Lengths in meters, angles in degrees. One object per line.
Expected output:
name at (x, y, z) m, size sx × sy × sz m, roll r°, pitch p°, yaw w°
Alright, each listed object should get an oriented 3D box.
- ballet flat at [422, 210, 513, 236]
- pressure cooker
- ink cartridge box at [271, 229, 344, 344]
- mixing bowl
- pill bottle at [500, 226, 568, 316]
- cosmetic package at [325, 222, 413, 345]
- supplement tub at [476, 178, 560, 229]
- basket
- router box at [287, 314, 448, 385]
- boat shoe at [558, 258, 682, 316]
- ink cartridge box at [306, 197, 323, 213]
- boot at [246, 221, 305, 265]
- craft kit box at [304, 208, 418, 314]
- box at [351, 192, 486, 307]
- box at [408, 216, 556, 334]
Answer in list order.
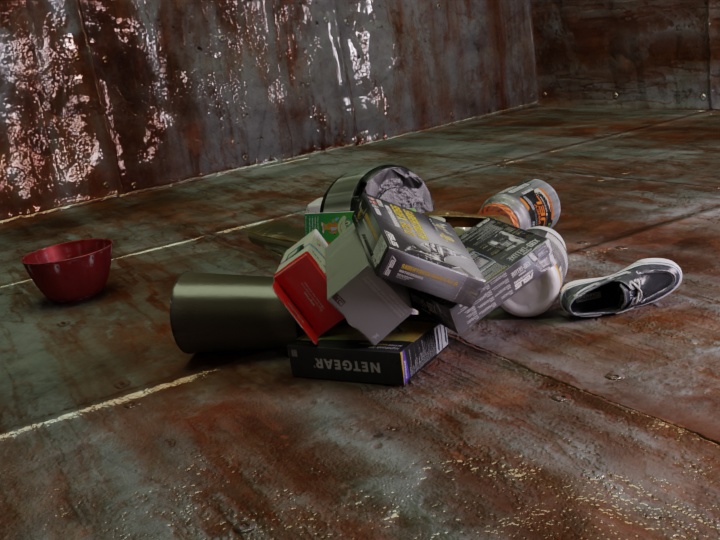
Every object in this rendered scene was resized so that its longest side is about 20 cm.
ballet flat at (0.165, -0.066, 1.562) m, size 0.197 × 0.069 × 0.072 m, roll 3°, pitch 7°, yaw 4°
pressure cooker at (0.022, -0.104, 1.688) m, size 0.174 × 0.181 × 0.199 m, roll 17°, pitch -8°, yaw -27°
ink cartridge box at (-0.070, 0.022, 1.422) m, size 0.067 × 0.117 × 0.200 m, roll -35°, pitch 13°, yaw 12°
mixing bowl at (-0.637, 0.007, 2.028) m, size 0.198 × 0.110 × 0.200 m, roll -8°, pitch 14°, yaw 2°
pill bottle at (0.293, -0.005, 1.563) m, size 0.115 × 0.118 × 0.200 m, roll -3°, pitch 16°, yaw 19°
cosmetic package at (0.009, 0.012, 1.378) m, size 0.090 × 0.107 × 0.200 m, roll -42°, pitch 21°, yaw 11°
supplement tub at (0.328, -0.114, 1.927) m, size 0.122 × 0.124 × 0.199 m, roll 4°, pitch 20°, yaw 37°
basket at (-0.192, 0.070, 1.524) m, size 0.198 × 0.138 × 0.180 m, roll 0°, pitch -9°, yaw 8°
router box at (0.013, 0.114, 1.399) m, size 0.198 × 0.053 × 0.157 m, roll 1°, pitch 18°, yaw 30°
boat shoe at (0.416, 0.032, 1.449) m, size 0.198 × 0.073 × 0.068 m, roll -11°, pitch 13°, yaw 1°
ink cartridge box at (-0.003, -0.083, 1.942) m, size 0.198 × 0.147 × 0.087 m, roll -3°, pitch 15°, yaw 19°
boot at (-0.130, -0.005, 1.711) m, size 0.199 × 0.156 × 0.072 m, roll 14°, pitch 32°, yaw 41°
craft kit box at (0.000, 0.000, 1.539) m, size 0.195 × 0.203 × 0.048 m, roll -2°, pitch 1°, yaw 24°
box at (0.080, -0.033, 1.341) m, size 0.157 × 0.049 × 0.200 m, roll 18°, pitch 22°, yaw -19°
box at (0.176, 0.002, 1.412) m, size 0.199 × 0.050 × 0.157 m, roll -34°, pitch 29°, yaw -17°
